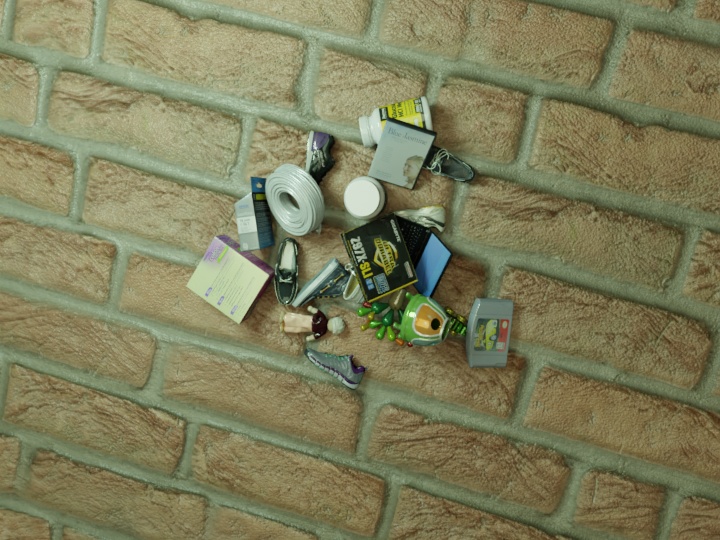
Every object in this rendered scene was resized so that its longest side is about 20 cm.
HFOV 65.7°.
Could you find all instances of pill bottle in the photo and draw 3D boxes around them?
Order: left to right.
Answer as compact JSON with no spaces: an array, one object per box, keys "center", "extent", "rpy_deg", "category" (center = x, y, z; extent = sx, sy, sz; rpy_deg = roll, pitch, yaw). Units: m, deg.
[{"center":[0.014,-0.201,1.549],"extent":[0.113,0.200,0.119],"rpy_deg":[1,98,6],"category":"pill bottle"},{"center":[0.099,-0.407,1.558],"extent":[0.196,0.112,0.115],"rpy_deg":[-12,96,7],"category":"pill bottle"}]

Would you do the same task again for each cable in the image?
[{"center":[-0.190,-0.199,1.592],"extent":[0.199,0.069,0.202],"rpy_deg":[37,140,15],"category":"cable"}]

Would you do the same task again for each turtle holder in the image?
[{"center":[0.178,0.154,1.547],"extent":[0.129,0.142,0.187],"rpy_deg":[18,144,22],"category":"turtle holder"}]

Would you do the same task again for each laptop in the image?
[{"center":[0.137,-0.034,1.577],"extent":[0.196,0.104,0.180],"rpy_deg":[20,121,-5],"category":"laptop"}]

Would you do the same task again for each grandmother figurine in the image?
[{"center":[-0.144,0.159,1.687],"extent":[0.195,0.061,0.123],"rpy_deg":[5,130,2],"category":"grandmother figurine"}]

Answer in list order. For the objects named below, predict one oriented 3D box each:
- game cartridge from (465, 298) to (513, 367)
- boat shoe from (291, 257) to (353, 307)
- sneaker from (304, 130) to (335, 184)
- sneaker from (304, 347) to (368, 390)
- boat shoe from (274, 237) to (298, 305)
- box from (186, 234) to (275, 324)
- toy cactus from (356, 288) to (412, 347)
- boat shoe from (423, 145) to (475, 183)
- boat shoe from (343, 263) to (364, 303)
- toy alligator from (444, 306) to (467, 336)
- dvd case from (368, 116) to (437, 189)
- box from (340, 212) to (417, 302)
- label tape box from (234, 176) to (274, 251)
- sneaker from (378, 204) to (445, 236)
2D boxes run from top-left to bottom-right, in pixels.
[{"center":[0.372,0.183,1.620],"extent":[0.130,0.041,0.205],"rpy_deg":[3,98,-13],"category":"game cartridge"},{"center":[-0.113,0.061,1.663],"extent":[0.091,0.071,0.200],"rpy_deg":[43,107,-12],"category":"boat shoe"},{"center":[-0.117,-0.298,1.618],"extent":[0.085,0.076,0.205],"rpy_deg":[7,98,-1],"category":"sneaker"},{"center":[-0.073,0.274,1.693],"extent":[0.198,0.074,0.088],"rpy_deg":[35,89,-10],"category":"sneaker"},{"center":[-0.222,0.003,1.659],"extent":[0.074,0.060,0.205],"rpy_deg":[0,91,-2],"category":"boat shoe"},{"center":[-0.385,0.024,1.675],"extent":[0.198,0.097,0.178],"rpy_deg":[34,99,0],"category":"box"},{"center":[0.091,0.127,1.639],"extent":[0.197,0.102,0.168],"rpy_deg":[25,96,-2],"category":"toy cactus"},{"center":[0.232,-0.304,1.582],"extent":[0.197,0.062,0.076],"rpy_deg":[29,101,2],"category":"boat shoe"},{"center":[-0.002,-0.002,1.598],"extent":[0.085,0.075,0.205],"rpy_deg":[9,116,-35],"category":"boat shoe"},{"center":[0.291,0.168,1.639],"extent":[0.198,0.054,0.060],"rpy_deg":[33,100,1],"category":"toy alligator"},{"center":[0.113,-0.319,1.544],"extent":[0.140,0.018,0.202],"rpy_deg":[16,138,-6],"category":"dvd case"},{"center":[0.052,-0.037,1.536],"extent":[0.157,0.049,0.204],"rpy_deg":[-21,98,-8],"category":"box"},{"center":[-0.310,-0.164,1.619],"extent":[0.062,0.144,0.205],"rpy_deg":[-6,96,9],"category":"label tape box"},{"center":[0.150,-0.135,1.606],"extent":[0.195,0.076,0.090],"rpy_deg":[-7,96,8],"category":"sneaker"}]
